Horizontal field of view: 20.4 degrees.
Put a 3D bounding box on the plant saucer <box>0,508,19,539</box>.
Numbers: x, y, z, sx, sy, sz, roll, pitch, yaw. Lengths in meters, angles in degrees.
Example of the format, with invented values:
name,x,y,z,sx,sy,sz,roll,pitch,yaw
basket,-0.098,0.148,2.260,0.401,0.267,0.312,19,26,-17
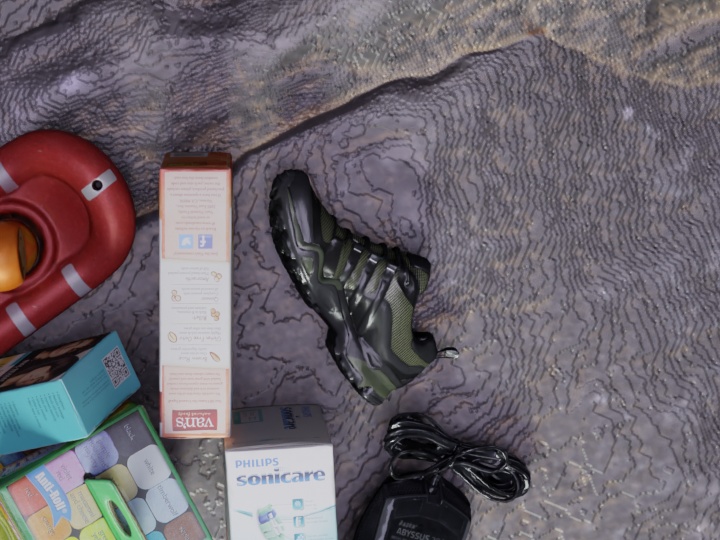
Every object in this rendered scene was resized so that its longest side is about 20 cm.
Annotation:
name,x,y,z,sx,sy,sz,roll,pitch,yaw
plant saucer,-0.342,0.237,1.581,0.198,0.031,0.202,0,98,-3

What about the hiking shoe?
name,x,y,z,sx,sy,sz,roll,pitch,yaw
hiking shoe,0.000,0.000,1.557,0.100,0.076,0.201,-28,108,-8

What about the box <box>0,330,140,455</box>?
name,x,y,z,sx,sy,sz,roll,pitch,yaw
box,-0.269,0.101,1.493,0.199,0.082,0.049,-14,107,31

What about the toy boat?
name,x,y,z,sx,sy,sz,roll,pitch,yaw
toy boat,-0.263,-0.017,1.500,0.199,0.131,0.131,-36,99,2

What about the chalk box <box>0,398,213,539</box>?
name,x,y,z,sx,sy,sz,roll,pitch,yaw
chalk box,-0.197,0.176,1.486,0.123,0.200,0.125,-29,99,-13

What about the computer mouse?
name,x,y,z,sx,sy,sz,roll,pitch,yaw
computer mouse,0.041,0.220,1.588,0.138,0.053,0.201,24,88,-24

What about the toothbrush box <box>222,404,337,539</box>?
name,x,y,z,sx,sy,sz,roll,pitch,yaw
toothbrush box,-0.060,0.216,1.538,0.084,0.146,0.202,-3,99,-5

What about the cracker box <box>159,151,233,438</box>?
name,x,y,z,sx,sy,sz,roll,pitch,yaw
cracker box,-0.124,0.016,1.512,0.057,0.134,0.202,0,98,-4
